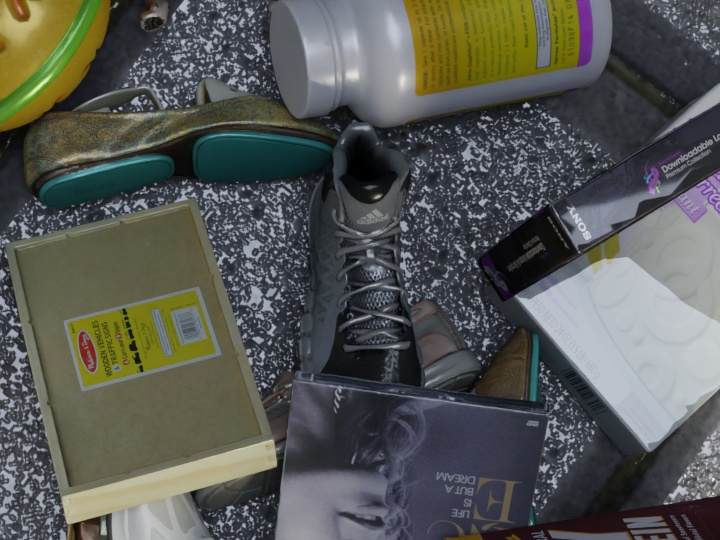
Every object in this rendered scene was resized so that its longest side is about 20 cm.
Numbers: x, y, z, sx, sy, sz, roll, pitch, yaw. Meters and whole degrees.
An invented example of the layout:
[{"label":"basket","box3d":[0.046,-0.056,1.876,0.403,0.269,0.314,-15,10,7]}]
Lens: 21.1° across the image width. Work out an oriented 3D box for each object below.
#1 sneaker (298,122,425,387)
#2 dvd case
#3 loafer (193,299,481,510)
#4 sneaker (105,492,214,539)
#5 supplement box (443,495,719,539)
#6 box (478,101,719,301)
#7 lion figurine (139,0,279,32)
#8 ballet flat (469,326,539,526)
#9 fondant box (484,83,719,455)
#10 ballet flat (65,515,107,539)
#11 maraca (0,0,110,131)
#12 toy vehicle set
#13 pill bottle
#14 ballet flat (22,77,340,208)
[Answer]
[{"label":"sneaker","box3d":[0.000,0.000,1.148,0.075,0.116,0.201,-4,60,-8]},{"label":"dvd case","box3d":[0.023,0.156,1.146,0.148,0.016,0.201,7,119,0]},{"label":"loafer","box3d":[-0.023,0.082,1.202,0.199,0.072,0.063,-24,69,-17]},{"label":"sneaker","box3d":[-0.068,0.192,1.131,0.115,0.076,0.202,-10,106,30]},{"label":"supplement box","box3d":[0.161,0.255,1.121,0.199,0.133,0.198,-8,117,-9]},{"label":"box","box3d":[0.151,-0.043,1.112,0.143,0.200,0.036,-31,86,-10]},{"label":"lion figurine","box3d":[-0.095,-0.219,1.230,0.199,0.073,0.123,-2,54,-22]},{"label":"ballet flat","box3d":[0.080,0.137,1.205,0.072,0.068,0.201,-3,93,5]},{"label":"fondant box","box3d":[0.201,-0.001,1.243,0.200,0.058,0.144,-41,89,-12]},{"label":"ballet flat","box3d":[-0.147,0.157,1.169,0.068,0.063,0.201,5,81,-5]},{"label":"maraca","box3d":[-0.230,-0.133,1.175,0.200,0.137,0.107,-49,134,0]},{"label":"toy vehicle set","box3d":[-0.134,0.048,1.149,0.124,0.027,0.201,-13,49,-9]},{"label":"pill bottle","box3d":[0.048,-0.148,1.206,0.199,0.104,0.105,-12,84,-18]},{"label":"ballet flat","box3d":[-0.113,-0.087,1.210,0.199,0.071,0.071,-9,84,-9]}]
